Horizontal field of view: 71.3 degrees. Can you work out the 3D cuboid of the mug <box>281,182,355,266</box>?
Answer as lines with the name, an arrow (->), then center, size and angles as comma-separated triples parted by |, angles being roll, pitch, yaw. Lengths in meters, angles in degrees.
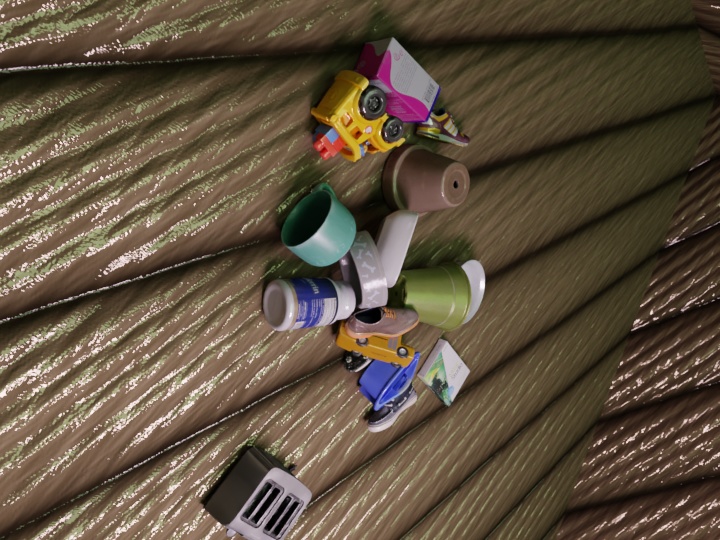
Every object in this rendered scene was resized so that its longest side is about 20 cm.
mug -> -0.077, -0.099, 1.133 | 0.114, 0.152, 0.185 | 41, 77, -37

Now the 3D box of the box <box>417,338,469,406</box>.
box -> 0.274, 0.334, 1.637 | 0.144, 0.036, 0.200 | -55, 129, -17

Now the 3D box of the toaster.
toaster -> -0.231, 0.532, 1.181 | 0.200, 0.119, 0.181 | -51, 130, -20

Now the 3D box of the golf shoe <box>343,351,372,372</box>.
golf shoe -> 0.037, 0.210, 1.370 | 0.200, 0.077, 0.088 | -47, 136, -21

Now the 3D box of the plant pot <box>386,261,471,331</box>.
plant pot -> 0.171, 0.068, 1.393 | 0.190, 0.200, 0.201 | 5, 98, -31

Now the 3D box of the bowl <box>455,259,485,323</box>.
bowl -> 0.291, 0.057, 1.539 | 0.201, 0.090, 0.202 | -18, 115, -43

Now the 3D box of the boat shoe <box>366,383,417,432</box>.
boat shoe -> 0.084, 0.378, 1.463 | 0.200, 0.075, 0.093 | -30, 113, -42

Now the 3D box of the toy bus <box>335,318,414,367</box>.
toy bus -> 0.038, 0.183, 1.285 | 0.200, 0.065, 0.078 | 17, 52, -4

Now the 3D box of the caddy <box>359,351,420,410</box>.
caddy -> 0.086, 0.290, 1.376 | 0.200, 0.105, 0.142 | -45, 157, -23

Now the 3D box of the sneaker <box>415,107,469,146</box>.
sneaker -> 0.240, -0.400, 1.395 | 0.200, 0.075, 0.090 | -1, 107, -42

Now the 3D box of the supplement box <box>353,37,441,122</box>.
supplement box -> 0.089, -0.458, 1.227 | 0.200, 0.103, 0.101 | 28, 83, -43

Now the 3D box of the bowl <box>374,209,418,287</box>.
bowl -> 0.074, -0.063, 1.279 | 0.074, 0.200, 0.200 | 20, 88, -4

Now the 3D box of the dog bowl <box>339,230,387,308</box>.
dog bowl -> 0.000, 0.000, 1.209 | 0.059, 0.200, 0.201 | -16, 113, -14

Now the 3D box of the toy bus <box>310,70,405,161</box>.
toy bus -> -0.020, -0.322, 1.157 | 0.192, 0.136, 0.200 | -50, 132, -4

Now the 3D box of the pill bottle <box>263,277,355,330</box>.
pill bottle -> -0.115, 0.074, 1.171 | 0.200, 0.116, 0.116 | -2, 102, -42

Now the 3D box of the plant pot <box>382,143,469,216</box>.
plant pot -> 0.185, -0.234, 1.321 | 0.200, 0.174, 0.201 | -11, 107, -39

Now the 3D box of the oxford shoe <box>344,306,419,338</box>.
oxford shoe -> 0.064, 0.122, 1.248 | 0.200, 0.071, 0.073 | -9, 148, -23
